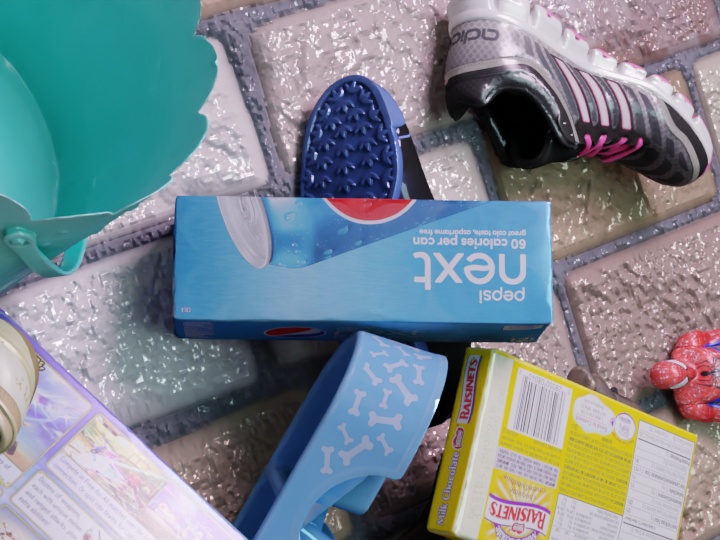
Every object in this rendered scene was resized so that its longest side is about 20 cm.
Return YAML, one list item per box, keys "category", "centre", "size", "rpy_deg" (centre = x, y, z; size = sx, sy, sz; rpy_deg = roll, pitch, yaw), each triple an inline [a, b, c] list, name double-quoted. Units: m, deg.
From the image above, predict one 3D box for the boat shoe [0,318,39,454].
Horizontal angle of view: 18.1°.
- category: "boat shoe"
  centre: [-0.245, 0.034, 1.018]
  size: [0.200, 0.063, 0.074]
  rpy_deg: [21, 112, -7]

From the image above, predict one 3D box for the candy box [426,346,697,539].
- category: "candy box"
  centre: [0.117, 0.117, 1.259]
  size: [0.200, 0.026, 0.103]
  rpy_deg: [24, 77, -45]

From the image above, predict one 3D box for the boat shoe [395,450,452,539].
- category: "boat shoe"
  centre: [0.056, 0.172, 1.272]
  size: [0.203, 0.074, 0.075]
  rpy_deg: [-56, 146, -15]

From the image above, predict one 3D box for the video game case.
- category: "video game case"
  centre: [-0.179, 0.131, 1.066]
  size: [0.200, 0.045, 0.181]
  rpy_deg: [43, 57, 4]

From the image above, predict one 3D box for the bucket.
- category: "bucket"
  centre: [-0.182, -0.089, 1.066]
  size: [0.206, 0.135, 0.208]
  rpy_deg: [20, 55, -32]

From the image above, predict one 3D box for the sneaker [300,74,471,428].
- category: "sneaker"
  centre: [0.019, -0.009, 1.286]
  size: [0.078, 0.070, 0.201]
  rpy_deg: [11, 69, -58]

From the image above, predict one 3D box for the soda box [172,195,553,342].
- category: "soda box"
  centre: [0.000, 0.000, 1.201]
  size: [0.199, 0.064, 0.068]
  rpy_deg: [1, 79, -4]

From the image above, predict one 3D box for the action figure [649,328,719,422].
- category: "action figure"
  centre: [0.262, 0.066, 1.469]
  size: [0.199, 0.052, 0.066]
  rpy_deg: [0, 86, -36]

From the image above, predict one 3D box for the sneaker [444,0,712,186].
- category: "sneaker"
  centre: [0.126, -0.089, 1.375]
  size: [0.199, 0.074, 0.088]
  rpy_deg: [29, 65, -25]

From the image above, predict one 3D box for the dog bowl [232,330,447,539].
- category: "dog bowl"
  centre: [-0.025, 0.120, 1.173]
  size: [0.049, 0.111, 0.201]
  rpy_deg: [30, 90, -8]

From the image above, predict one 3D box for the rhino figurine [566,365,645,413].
- category: "rhino figurine"
  centre: [0.135, 0.163, 1.341]
  size: [0.087, 0.060, 0.201]
  rpy_deg: [18, 73, -49]
